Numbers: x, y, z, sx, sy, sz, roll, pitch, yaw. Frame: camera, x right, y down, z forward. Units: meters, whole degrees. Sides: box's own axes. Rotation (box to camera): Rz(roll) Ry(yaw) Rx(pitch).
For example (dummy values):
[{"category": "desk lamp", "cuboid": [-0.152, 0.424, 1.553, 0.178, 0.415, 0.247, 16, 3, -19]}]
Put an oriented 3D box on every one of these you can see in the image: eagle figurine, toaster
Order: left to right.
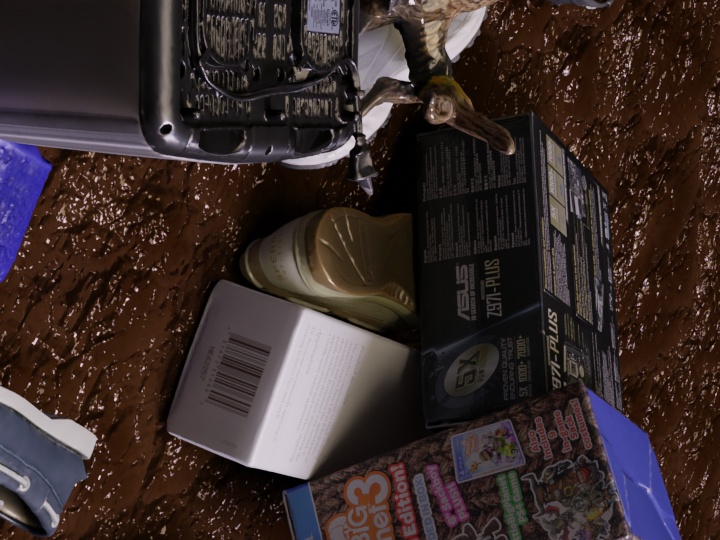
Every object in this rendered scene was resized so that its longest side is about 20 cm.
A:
[{"category": "toaster", "cuboid": [-0.082, -0.136, 0.846, 0.181, 0.118, 0.201, -8, 101, -58]}, {"category": "eagle figurine", "cuboid": [0.051, -0.182, 0.948, 0.151, 0.151, 0.201, -26, 127, -57]}]

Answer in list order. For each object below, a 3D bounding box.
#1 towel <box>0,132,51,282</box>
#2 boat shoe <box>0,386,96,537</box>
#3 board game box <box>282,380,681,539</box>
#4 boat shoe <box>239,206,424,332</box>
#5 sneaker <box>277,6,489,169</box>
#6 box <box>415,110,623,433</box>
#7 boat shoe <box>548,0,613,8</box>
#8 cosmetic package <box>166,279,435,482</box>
[{"category": "towel", "cuboid": [-0.224, 0.012, 0.810, 0.148, 0.049, 0.201, 29, 81, -54]}, {"category": "boat shoe", "cuboid": [-0.189, 0.082, 0.801, 0.200, 0.074, 0.062, 47, 55, -68]}, {"category": "board game box", "cuboid": [0.081, 0.162, 1.072, 0.159, 0.199, 0.097, 37, 35, -62]}, {"category": "boat shoe", "cuboid": [0.000, 0.002, 1.116, 0.200, 0.063, 0.074, 9, 72, -61]}, {"category": "sneaker", "cuboid": [0.010, -0.148, 1.042, 0.200, 0.074, 0.080, -49, 134, -29]}, {"category": "box", "cuboid": [0.108, 0.021, 1.162, 0.164, 0.086, 0.201, 33, 52, -60]}, {"category": "boat shoe", "cuboid": [0.136, -0.230, 1.130, 0.072, 0.067, 0.200, -59, 163, -11]}, {"category": "cosmetic package", "cuboid": [-0.025, 0.080, 1.096, 0.200, 0.074, 0.102, 26, 83, -57]}]
